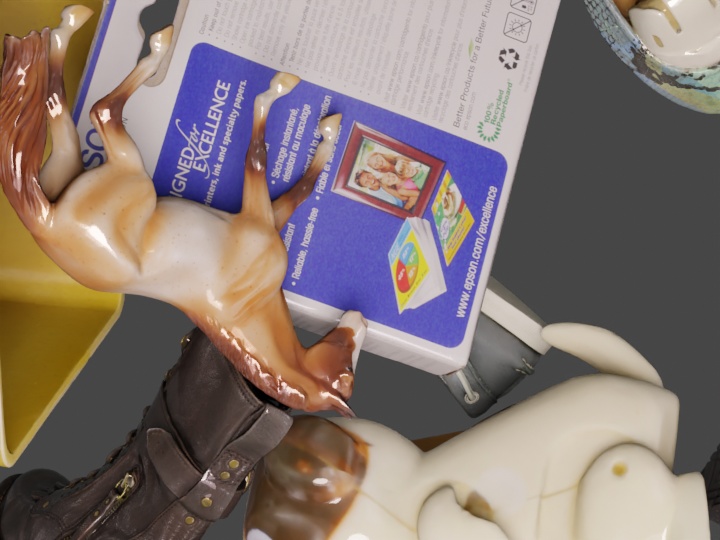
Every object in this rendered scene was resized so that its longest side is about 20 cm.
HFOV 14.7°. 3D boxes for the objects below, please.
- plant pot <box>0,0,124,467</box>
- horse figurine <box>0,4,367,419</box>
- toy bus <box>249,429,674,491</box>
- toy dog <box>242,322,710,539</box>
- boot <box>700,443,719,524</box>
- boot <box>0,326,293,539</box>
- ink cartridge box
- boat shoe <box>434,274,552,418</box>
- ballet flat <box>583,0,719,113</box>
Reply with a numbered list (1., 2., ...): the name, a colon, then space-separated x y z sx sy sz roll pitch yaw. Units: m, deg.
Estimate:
1. plant pot: -0.214 -0.046 1.200 0.175 0.200 0.201 1 109 10
2. horse figurine: -0.076 -0.029 1.137 0.199 0.050 0.133 22 74 -32
3. toy bus: 0.050 0.119 1.345 0.199 0.065 0.079 -11 111 -3
4. toy dog: 0.047 0.111 1.235 0.199 0.140 0.195 -2 73 -3
5. boot: 0.250 0.129 1.309 0.132 0.200 0.070 39 82 -14
6. boot: -0.092 0.086 1.251 0.069 0.200 0.175 25 102 -26
7. ink cartridge box: -0.024 -0.077 1.227 0.199 0.047 0.198 20 73 -12
8. boat shoe: 0.000 0.000 1.295 0.200 0.073 0.062 34 99 -21
9. ballet flat: 0.126 -0.145 1.260 0.074 0.074 0.200 -37 109 7
